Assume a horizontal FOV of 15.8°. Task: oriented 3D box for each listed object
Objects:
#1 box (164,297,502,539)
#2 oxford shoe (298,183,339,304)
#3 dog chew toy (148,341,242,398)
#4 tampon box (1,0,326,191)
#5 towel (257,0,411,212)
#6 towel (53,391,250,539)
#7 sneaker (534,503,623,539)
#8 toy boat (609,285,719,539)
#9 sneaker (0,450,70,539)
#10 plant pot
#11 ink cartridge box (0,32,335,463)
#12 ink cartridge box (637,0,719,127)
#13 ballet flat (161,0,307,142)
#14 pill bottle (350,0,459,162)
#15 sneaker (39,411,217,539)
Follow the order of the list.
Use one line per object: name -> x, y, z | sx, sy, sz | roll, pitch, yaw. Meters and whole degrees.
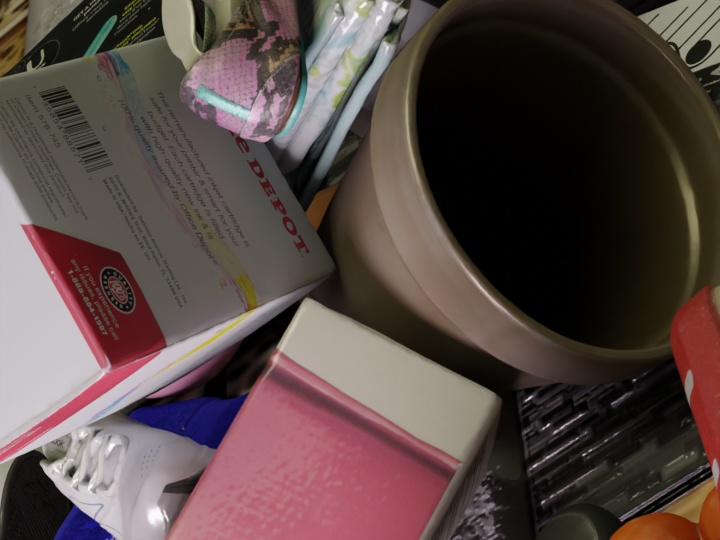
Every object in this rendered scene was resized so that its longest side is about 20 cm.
box -> -0.027, 0.137, 1.232 | 0.201, 0.109, 0.128 | -60, -9, -20
oxford shoe -> 0.000, 0.000, 1.450 | 0.071, 0.071, 0.200 | -39, 29, 8
dog chew toy -> -0.110, -0.029, 1.526 | 0.125, 0.124, 0.201 | 50, 125, 60
tampon box -> -0.131, -0.090, 1.668 | 0.150, 0.126, 0.200 | -40, 30, 13
towel -> -0.024, -0.121, 1.341 | 0.172, 0.048, 0.200 | -84, 21, -43
towel -> -0.090, 0.126, 1.440 | 0.200, 0.050, 0.148 | -10, 48, 48
sneaker -> 0.055, 0.179, 1.146 | 0.076, 0.088, 0.201 | -3, 52, 52
toy boat -> 0.155, 0.106, 1.048 | 0.130, 0.131, 0.200 | -33, 32, 16
sneaker -> -0.253, 0.198, 1.533 | 0.120, 0.084, 0.200 | -23, 30, 30
plant pot -> 0.065, -0.017, 1.291 | 0.173, 0.199, 0.201 | -39, 26, 51
ink cartridge box -> -0.141, -0.007, 1.234 | 0.144, 0.146, 0.200 | -34, -6, 33
ink cartridge box -> 0.144, -0.087, 1.383 | 0.199, 0.044, 0.094 | -19, 39, 42
ballet flat -> -0.063, -0.136, 1.271 | 0.069, 0.071, 0.200 | -57, 20, 32
pill bottle -> 0.061, -0.160, 1.407 | 0.116, 0.116, 0.201 | 15, 76, 58
sneaker -> -0.122, 0.107, 1.320 | 0.075, 0.087, 0.200 | -64, 12, -7
